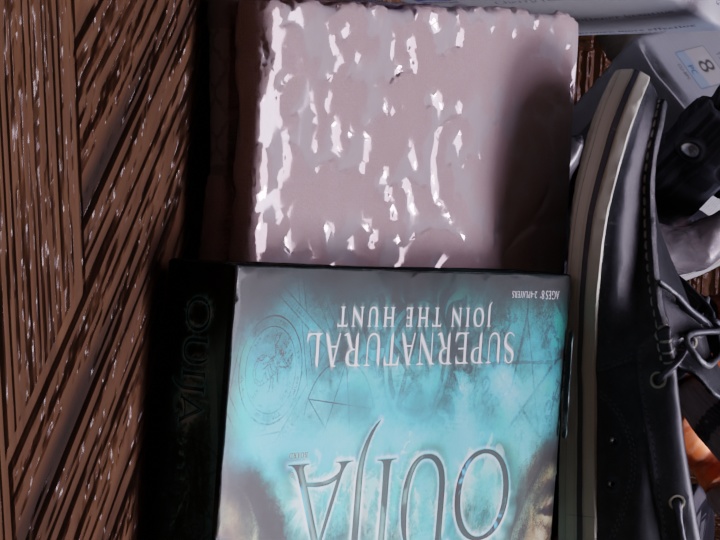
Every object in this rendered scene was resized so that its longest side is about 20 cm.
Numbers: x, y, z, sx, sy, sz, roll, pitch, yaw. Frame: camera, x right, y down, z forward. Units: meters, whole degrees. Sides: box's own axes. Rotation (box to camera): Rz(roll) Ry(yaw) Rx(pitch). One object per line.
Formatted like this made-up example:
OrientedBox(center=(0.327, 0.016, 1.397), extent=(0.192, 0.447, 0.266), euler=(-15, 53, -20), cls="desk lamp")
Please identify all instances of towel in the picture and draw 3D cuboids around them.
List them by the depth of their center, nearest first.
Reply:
OrientedBox(center=(0.009, 0.004, 0.915), extent=(0.199, 0.032, 0.193), euler=(-3, 97, -55), cls="towel")

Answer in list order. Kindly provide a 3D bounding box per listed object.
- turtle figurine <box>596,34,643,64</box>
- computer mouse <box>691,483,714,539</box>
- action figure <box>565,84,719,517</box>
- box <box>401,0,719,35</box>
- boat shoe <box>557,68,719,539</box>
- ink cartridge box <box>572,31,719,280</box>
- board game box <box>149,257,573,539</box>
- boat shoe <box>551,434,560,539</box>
OrientedBox(center=(0.067, -0.169, 1.130), extent=(0.143, 0.200, 0.195), euler=(-4, 64, -46), cls="turtle figurine")
OrientedBox(center=(0.124, 0.144, 1.268), extent=(0.200, 0.052, 0.140), euler=(-8, 104, -73), cls="computer mouse")
OrientedBox(center=(0.127, 0.007, 1.030), extent=(0.105, 0.193, 0.200), euler=(-52, 176, -48), cls="action figure")
OrientedBox(center=(0.057, -0.192, 0.983), extent=(0.200, 0.104, 0.185), euler=(15, 77, -61), cls="box")
OrientedBox(center=(0.103, 0.029, 0.973), extent=(0.075, 0.062, 0.202), euler=(-36, 127, -81), cls="boat shoe")
OrientedBox(center=(0.146, -0.050, 1.176), extent=(0.199, 0.047, 0.160), euler=(-18, 156, -45), cls="ink cartridge box")
OrientedBox(center=(0.004, 0.066, 0.865), extent=(0.199, 0.028, 0.136), euler=(1, 94, -56), cls="board game box")
OrientedBox(center=(0.071, 0.083, 1.113), extent=(0.200, 0.070, 0.071), euler=(-67, 180, -52), cls="boat shoe")
